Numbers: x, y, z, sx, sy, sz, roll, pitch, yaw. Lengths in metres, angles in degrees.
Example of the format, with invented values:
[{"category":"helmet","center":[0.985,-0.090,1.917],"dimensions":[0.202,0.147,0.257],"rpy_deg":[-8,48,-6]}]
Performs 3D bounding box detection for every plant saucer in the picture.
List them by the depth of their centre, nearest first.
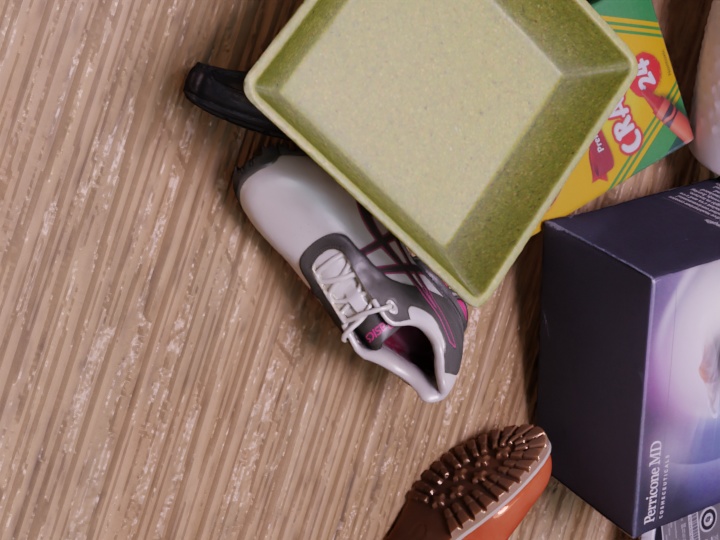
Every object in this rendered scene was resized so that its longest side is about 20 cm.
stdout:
[{"category":"plant saucer","center":[0.046,-0.115,0.846],"dimensions":[0.200,0.048,0.200],"rpy_deg":[42,72,-21]}]

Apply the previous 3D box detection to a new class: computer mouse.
[{"category":"computer mouse","center":[0.279,0.175,1.105],"dimensions":[0.199,0.044,0.110],"rpy_deg":[-17,108,-32]}]

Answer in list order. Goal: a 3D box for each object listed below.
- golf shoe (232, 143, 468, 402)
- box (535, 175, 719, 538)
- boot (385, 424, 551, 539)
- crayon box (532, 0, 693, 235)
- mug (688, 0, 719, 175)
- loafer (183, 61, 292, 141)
[{"category":"golf shoe","center":[0.000,0.000,0.891],"dimensions":[0.077,0.088,0.200],"rpy_deg":[-38,117,23]},{"category":"box","center":[0.238,0.054,0.997],"dimensions":[0.197,0.123,0.201],"rpy_deg":[-15,118,-26]},{"category":"boot","center":[0.074,0.201,0.979],"dimensions":[0.200,0.075,0.107],"rpy_deg":[-46,118,-8]},{"category":"crayon box","center":[0.133,-0.108,0.985],"dimensions":[0.199,0.051,0.128],"rpy_deg":[-30,110,-22]},{"category":"mug","center":[0.321,-0.177,1.017],"dimensions":[0.147,0.200,0.176],"rpy_deg":[6,121,8]},{"category":"loafer","center":[-0.012,-0.113,0.884],"dimensions":[0.199,0.068,0.071],"rpy_deg":[7,102,-22]}]
